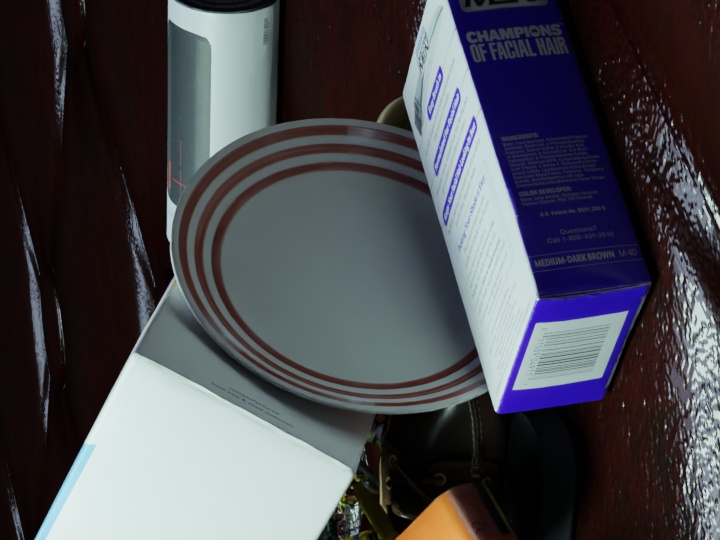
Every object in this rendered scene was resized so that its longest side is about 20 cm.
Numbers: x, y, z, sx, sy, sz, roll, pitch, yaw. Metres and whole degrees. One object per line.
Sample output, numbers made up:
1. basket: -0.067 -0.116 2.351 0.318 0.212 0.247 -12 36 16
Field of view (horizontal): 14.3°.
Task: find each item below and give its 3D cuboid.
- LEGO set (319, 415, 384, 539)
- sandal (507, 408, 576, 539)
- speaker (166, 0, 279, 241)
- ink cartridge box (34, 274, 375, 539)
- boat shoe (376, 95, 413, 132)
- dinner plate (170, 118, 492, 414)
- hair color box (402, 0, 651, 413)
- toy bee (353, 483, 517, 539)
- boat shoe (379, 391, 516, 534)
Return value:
1. LEGO set: 0.004 0.091 1.700 0.154 0.116 0.200 49 -150 -34
2. sandal: 0.084 0.169 1.532 0.076 0.043 0.201 -134 41 -67
3. speaker: -0.098 -0.110 2.047 0.081 0.081 0.201 -118 27 -55
4. ink cartridge box: -0.068 0.079 1.495 0.129 0.125 0.200 -61 3 24
5. boat shoe: 0.032 -0.002 1.609 0.065 0.071 0.201 -147 51 -70
6. dinner plate: 0.000 0.000 1.474 0.024 0.199 0.201 106 154 -45
7. hair color box: 0.080 -0.043 1.427 0.109 0.065 0.201 105 152 -56
8. toy bee: 0.017 0.175 1.511 0.200 0.109 0.131 -20 77 33
9. boat shoe: 0.044 0.114 1.557 0.070 0.070 0.201 19 136 28
